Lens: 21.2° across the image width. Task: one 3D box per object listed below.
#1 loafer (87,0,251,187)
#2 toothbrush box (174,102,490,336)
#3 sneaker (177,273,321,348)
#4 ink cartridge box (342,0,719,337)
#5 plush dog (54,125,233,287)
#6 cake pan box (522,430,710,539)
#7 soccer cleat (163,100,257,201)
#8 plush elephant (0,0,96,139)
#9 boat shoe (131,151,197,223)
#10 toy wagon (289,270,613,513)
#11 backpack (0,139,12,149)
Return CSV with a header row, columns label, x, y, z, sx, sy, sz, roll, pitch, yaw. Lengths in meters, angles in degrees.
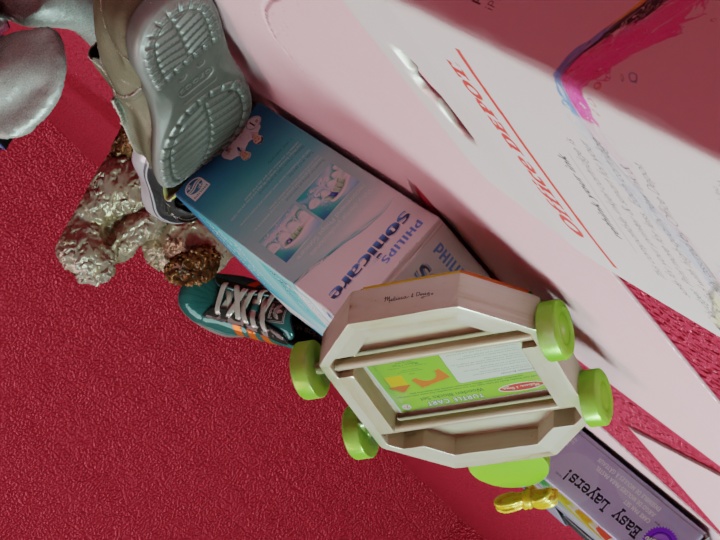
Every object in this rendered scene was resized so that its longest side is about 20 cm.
label,x,y,z,sx,sy,sz,roll,pitch,yaw
loafer,-0.114,-0.119,1.120,0.070,0.075,0.200,46,161,20
toothbrush box,0.000,0.000,1.184,0.200,0.085,0.146,34,170,46
sneaker,-0.098,0.043,2.071,0.200,0.071,0.080,16,167,-2
ink cartridge box,0.086,-0.035,0.441,0.200,0.068,0.116,34,170,43
plush dog,-0.211,-0.058,2.075,0.172,0.160,0.200,29,-156,-5
cake pan box,0.184,0.178,1.441,0.184,0.052,0.200,42,175,24
soccer cleat,-0.106,-0.079,1.304,0.065,0.084,0.200,41,174,4
plush elephant,-0.233,-0.165,1.153,0.165,0.155,0.200,43,175,-9
boat shoe,-0.169,-0.078,1.820,0.057,0.069,0.200,40,172,14
toy wagon,0.060,0.072,1.075,0.155,0.040,0.200,-10,142,22
backpack,-0.524,-0.262,2.508,0.200,0.135,0.183,44,174,14
